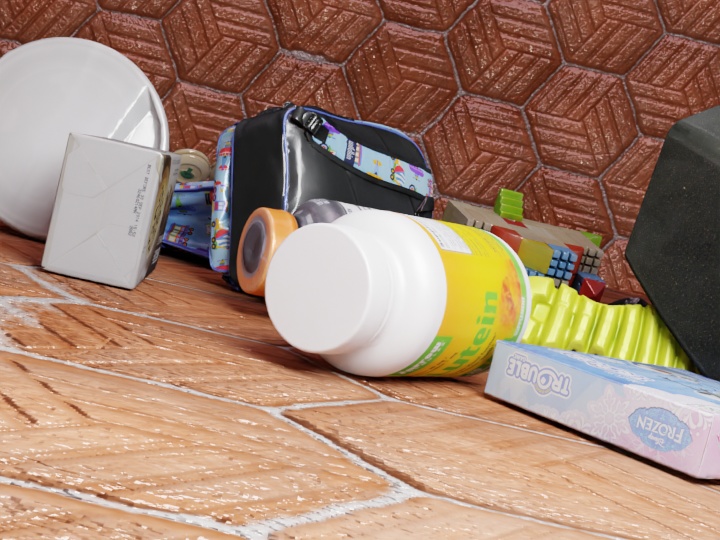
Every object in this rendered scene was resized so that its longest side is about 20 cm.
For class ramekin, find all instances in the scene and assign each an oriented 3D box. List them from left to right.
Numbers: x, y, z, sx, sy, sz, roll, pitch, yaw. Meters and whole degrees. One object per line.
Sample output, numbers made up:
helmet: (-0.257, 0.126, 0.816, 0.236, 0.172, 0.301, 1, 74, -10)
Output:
ramekin: (-0.285, -0.121, 1.380, 0.202, 0.203, 0.094, 13, -8, 0)

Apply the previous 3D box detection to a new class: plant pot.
plant pot: (0.327, -0.030, 1.085, 0.199, 0.200, 0.177, -22, 48, -35)

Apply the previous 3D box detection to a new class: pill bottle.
pill bottle: (0.000, 0.000, 1.160, 0.200, 0.106, 0.106, 11, 4, -26)
pill bottle: (0.026, 0.017, 0.955, 0.111, 0.111, 0.200, 15, 5, 33)

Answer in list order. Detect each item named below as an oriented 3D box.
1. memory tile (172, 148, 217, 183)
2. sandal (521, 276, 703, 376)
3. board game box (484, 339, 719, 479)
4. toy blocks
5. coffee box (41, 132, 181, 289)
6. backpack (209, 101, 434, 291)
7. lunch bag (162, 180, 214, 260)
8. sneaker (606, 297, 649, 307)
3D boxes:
memory tile: (-0.186, -0.080, 1.620, 0.200, 0.153, 0.017, 10, 48, -15)
sandal: (0.209, 0.068, 1.151, 0.200, 0.080, 0.087, 23, -22, 16)
board game box: (0.222, 0.098, 0.943, 0.199, 0.043, 0.200, 10, 5, -36)
toy blocks: (0.167, -0.012, 1.390, 0.200, 0.100, 0.137, 12, 15, -16)
coffee box: (-0.210, -0.054, 1.197, 0.080, 0.113, 0.200, 13, 3, -4)
backpack: (-0.027, -0.057, 1.327, 0.200, 0.183, 0.134, 6, -8, -43)
lunch bag: (-0.211, -0.061, 1.521, 0.199, 0.094, 0.151, 8, 3, 2)
sneaker: (0.279, 0.078, 1.206, 0.104, 0.060, 0.200, 56, -25, -13)
